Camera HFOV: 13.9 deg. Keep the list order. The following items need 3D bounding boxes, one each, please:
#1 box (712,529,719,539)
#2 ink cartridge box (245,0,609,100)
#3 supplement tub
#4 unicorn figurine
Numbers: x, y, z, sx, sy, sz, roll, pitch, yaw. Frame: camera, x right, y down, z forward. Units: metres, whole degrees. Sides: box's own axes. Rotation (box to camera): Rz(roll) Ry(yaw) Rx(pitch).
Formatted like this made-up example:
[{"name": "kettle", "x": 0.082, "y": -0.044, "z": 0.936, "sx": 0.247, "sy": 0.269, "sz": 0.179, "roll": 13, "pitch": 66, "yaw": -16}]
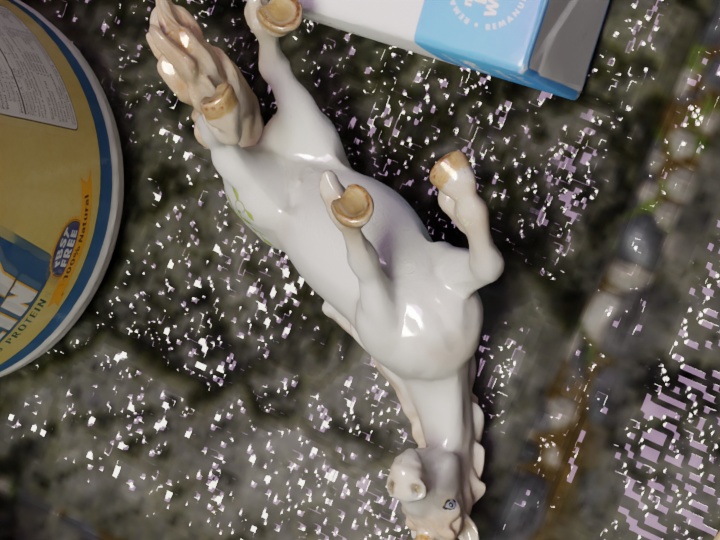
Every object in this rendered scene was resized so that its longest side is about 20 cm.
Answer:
[{"name": "box", "x": 0.131, "y": 0.193, "z": 0.926, "sx": 0.163, "sy": 0.021, "sz": 0.200, "roll": 38, "pitch": 100, "yaw": 18}, {"name": "ink cartridge box", "x": -0.011, "y": -0.141, "z": 0.970, "sx": 0.200, "sy": 0.068, "sz": 0.116, "roll": 18, "pitch": 92, "yaw": 20}, {"name": "supplement tub", "x": -0.177, "y": -0.033, "z": 0.955, "sx": 0.144, "sy": 0.200, "sz": 0.145, "roll": -1, "pitch": 87, "yaw": 20}, {"name": "unicorn figurine", "x": 0.000, "y": 0.000, "z": 0.945, "sx": 0.074, "sy": 0.137, "sz": 0.200, "roll": -20, "pitch": 57, "yaw": -8}]
